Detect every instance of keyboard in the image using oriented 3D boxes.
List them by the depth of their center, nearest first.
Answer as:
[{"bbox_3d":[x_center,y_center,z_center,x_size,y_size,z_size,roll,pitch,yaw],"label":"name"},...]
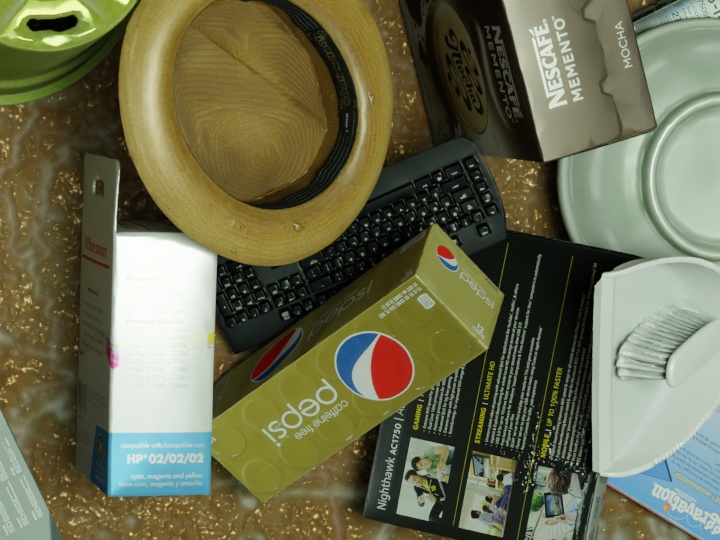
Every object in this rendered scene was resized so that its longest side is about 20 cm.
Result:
[{"bbox_3d":[0.000,0.000,1.683,0.199,0.040,0.105,-23,109,13],"label":"keyboard"}]

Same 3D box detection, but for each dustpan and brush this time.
[{"bbox_3d":[0.220,0.041,1.709,0.200,0.057,0.141,-29,125,-50],"label":"dustpan and brush"}]

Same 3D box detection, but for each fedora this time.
[{"bbox_3d":[-0.074,-0.101,1.608,0.200,0.082,0.202,-4,96,-36],"label":"fedora"}]

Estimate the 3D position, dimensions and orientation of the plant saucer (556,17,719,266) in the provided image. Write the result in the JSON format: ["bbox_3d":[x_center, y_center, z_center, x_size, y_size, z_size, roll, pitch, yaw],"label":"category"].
[{"bbox_3d":[0.228,-0.063,1.744,0.199,0.050,0.202,-2,96,-14],"label":"plant saucer"}]

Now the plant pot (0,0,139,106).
[{"bbox_3d":[-0.202,-0.194,1.572,0.199,0.184,0.202,-2,96,-16],"label":"plant pot"}]

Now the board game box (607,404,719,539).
[{"bbox_3d":[0.197,0.104,1.808,0.199,0.019,0.103,32,84,-17],"label":"board game box"}]

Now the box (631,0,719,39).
[{"bbox_3d":[0.242,-0.090,1.794,0.136,0.040,0.201,-27,102,-13],"label":"box"}]

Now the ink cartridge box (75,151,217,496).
[{"bbox_3d":[-0.132,0.030,1.649,0.067,0.115,0.202,0,95,-16],"label":"ink cartridge box"}]

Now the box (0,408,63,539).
[{"bbox_3d":[-0.216,0.144,1.610,0.043,0.160,0.201,-26,103,-13],"label":"box"}]

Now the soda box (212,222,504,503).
[{"bbox_3d":[-0.009,0.059,1.660,0.200,0.064,0.068,-36,108,30],"label":"soda box"}]

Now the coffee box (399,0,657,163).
[{"bbox_3d":[0.099,-0.134,1.662,0.079,0.200,0.114,-17,99,-15],"label":"coffee box"}]

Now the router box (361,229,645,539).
[{"bbox_3d":[0.093,0.076,1.724,0.148,0.051,0.201,12,91,13],"label":"router box"}]
